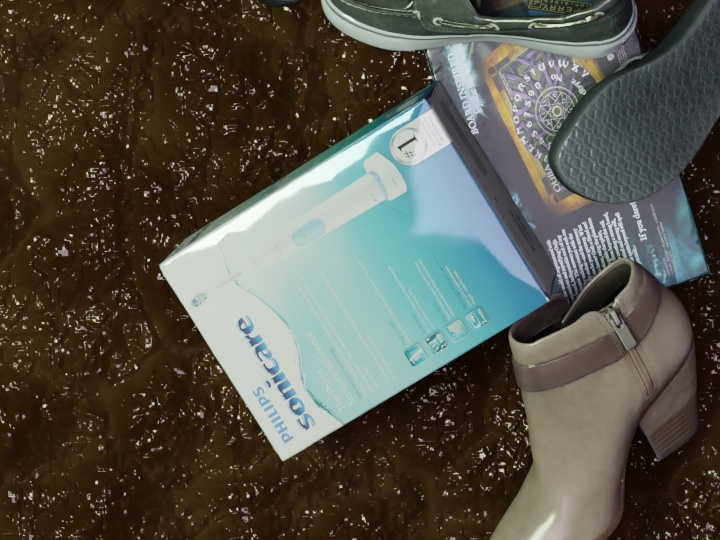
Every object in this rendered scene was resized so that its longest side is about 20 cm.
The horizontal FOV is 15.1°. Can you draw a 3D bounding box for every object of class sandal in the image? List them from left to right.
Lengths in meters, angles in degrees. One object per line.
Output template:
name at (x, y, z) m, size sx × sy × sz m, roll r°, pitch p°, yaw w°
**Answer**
sandal at (0.190, -0.110, 1.679) m, size 0.200 × 0.043 × 0.076 m, roll -42°, pitch 110°, yaw -23°

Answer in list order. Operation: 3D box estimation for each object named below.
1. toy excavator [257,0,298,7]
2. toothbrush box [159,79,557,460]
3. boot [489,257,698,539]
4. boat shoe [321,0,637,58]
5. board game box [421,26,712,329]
toy excavator at (-0.035, -0.266, 1.661) m, size 0.193 × 0.100 × 0.202 m, roll 8°, pitch 87°, yaw -3°
toothbrush box at (0.000, 0.000, 1.673) m, size 0.199 × 0.085 × 0.147 m, roll -32°, pitch 96°, yaw 12°
boot at (0.127, 0.090, 1.680) m, size 0.200 × 0.070 × 0.147 m, roll -42°, pitch 128°, yaw -14°
boat shoe at (0.071, -0.173, 1.663) m, size 0.198 × 0.057 × 0.069 m, roll 6°, pitch 68°, yaw 12°
board game box at (0.129, -0.072, 1.710) m, size 0.134 × 0.028 × 0.201 m, roll -17°, pitch 97°, yaw 1°
